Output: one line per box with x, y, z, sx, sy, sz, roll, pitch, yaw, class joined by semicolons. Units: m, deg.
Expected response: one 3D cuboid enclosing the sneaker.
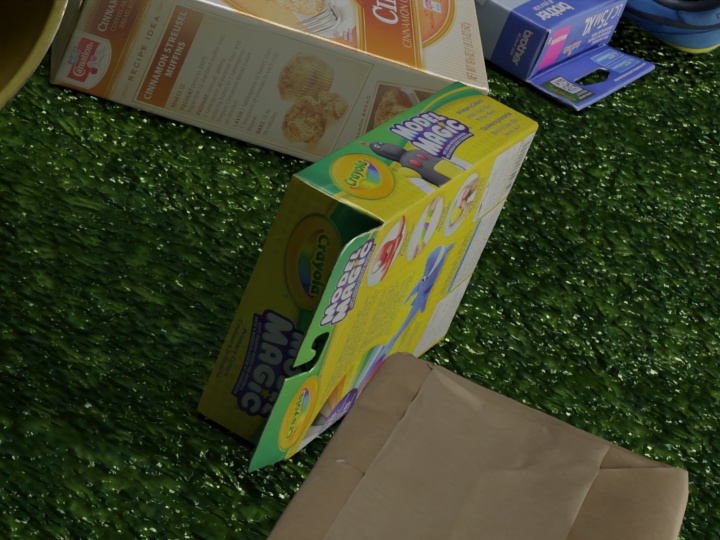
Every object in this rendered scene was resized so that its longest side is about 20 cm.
0.137;-0.196;1.760;0.200;0.066;0.078;27;-10;9;sneaker

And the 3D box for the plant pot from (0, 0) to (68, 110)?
-0.220;-0.140;1.263;0.200;0.200;0.142;21;0;-6;plant pot

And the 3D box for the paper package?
-0.001;0.149;0.827;0.103;0.200;0.191;25;25;5;paper package

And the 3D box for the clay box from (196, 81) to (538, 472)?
0.000;0.000;1.227;0.048;0.115;0.200;30;25;15;clay box

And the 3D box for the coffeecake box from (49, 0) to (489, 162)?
-0.047;-0.132;1.476;0.200;0.073;0.154;16;34;-15;coffeecake box

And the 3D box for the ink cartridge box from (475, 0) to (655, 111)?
0.069;-0.163;1.704;0.200;0.042;0.119;33;27;16;ink cartridge box
